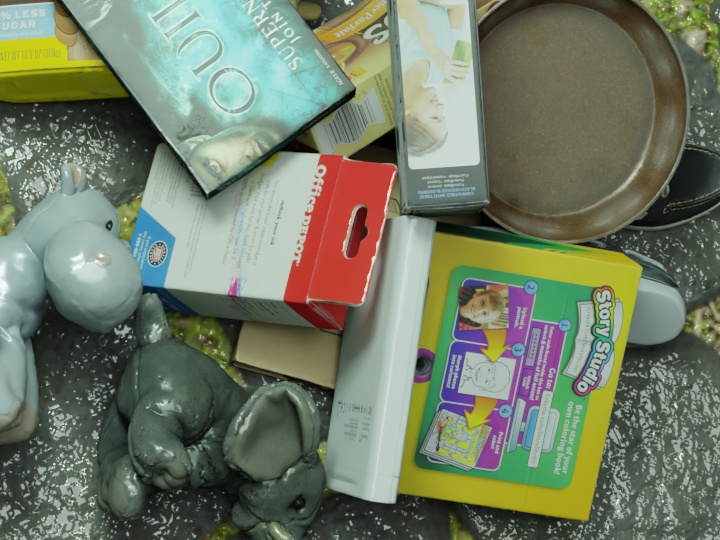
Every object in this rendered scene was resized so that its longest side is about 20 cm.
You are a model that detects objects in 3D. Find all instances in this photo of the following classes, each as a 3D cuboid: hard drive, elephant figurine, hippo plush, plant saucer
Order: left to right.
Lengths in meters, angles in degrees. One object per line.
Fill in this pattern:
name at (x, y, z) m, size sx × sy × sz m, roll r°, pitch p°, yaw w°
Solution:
hippo plush at (-0.233, 0.020, 1.409) m, size 0.161 × 0.159 × 0.200 m, roll -26°, pitch 43°, yaw -11°
elephant figurine at (-0.084, 0.135, 1.439) m, size 0.200 × 0.155 × 0.142 m, roll 13°, pitch 30°, yaw -19°
hard drive at (0.012, 0.064, 1.432) m, size 0.027 × 0.132 × 0.200 m, roll 9°, pitch 86°, yaw -15°
plant saucer at (0.153, -0.121, 1.503) m, size 0.200 × 0.034 × 0.201 m, roll -2°, pitch 97°, yaw -16°

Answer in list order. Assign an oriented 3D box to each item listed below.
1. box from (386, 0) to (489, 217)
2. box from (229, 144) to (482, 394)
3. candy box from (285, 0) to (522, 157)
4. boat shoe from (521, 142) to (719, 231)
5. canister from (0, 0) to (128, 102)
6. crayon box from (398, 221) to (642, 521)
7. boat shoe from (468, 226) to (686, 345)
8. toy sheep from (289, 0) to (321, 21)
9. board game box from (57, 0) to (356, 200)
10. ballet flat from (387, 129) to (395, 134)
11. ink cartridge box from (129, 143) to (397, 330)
box at (0.053, -0.139, 1.402) m, size 0.060 × 0.117 × 0.200 m, roll -3°, pitch 87°, yaw -1°
box at (0.000, 0.000, 1.531) m, size 0.163 × 0.021 × 0.200 m, roll 16°, pitch 74°, yaw -7°
candy box at (0.016, -0.162, 1.523) m, size 0.200 × 0.115 × 0.055 m, roll -32°, pitch 124°, yaw -19°
boat shoe at (0.211, -0.074, 1.573) m, size 0.200 × 0.060 × 0.074 m, roll 0°, pitch 78°, yaw -12°
canister at (-0.222, -0.235, 1.498) m, size 0.148 × 0.087 × 0.200 m, roll -3°, pitch 78°, yaw 9°
crayon box at (0.104, 0.074, 1.476) m, size 0.172 × 0.058 × 0.200 m, roll 10°, pitch 99°, yaw -12°
boat shoe at (0.159, -0.001, 1.543) m, size 0.200 × 0.072 × 0.068 m, roll 13°, pitch 36°, yaw -9°
toy sheep at (-0.087, -0.265, 1.529) m, size 0.138 × 0.138 × 0.200 m, roll -7°, pitch 61°, yaw -13°
board game box at (-0.116, -0.168, 1.427) m, size 0.135 × 0.028 × 0.200 m, roll -37°, pitch 83°, yaw -9°
ballet flat at (0.095, -0.141, 1.566) m, size 0.200 × 0.072 × 0.072 m, roll -31°, pitch 84°, yaw -16°
ink cartridge box at (-0.064, -0.024, 1.449) m, size 0.200 × 0.067 × 0.116 m, roll 6°, pitch 72°, yaw 25°
